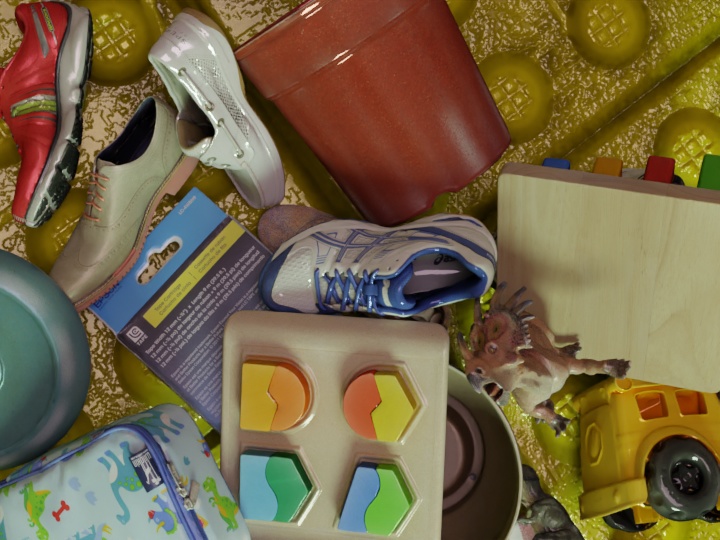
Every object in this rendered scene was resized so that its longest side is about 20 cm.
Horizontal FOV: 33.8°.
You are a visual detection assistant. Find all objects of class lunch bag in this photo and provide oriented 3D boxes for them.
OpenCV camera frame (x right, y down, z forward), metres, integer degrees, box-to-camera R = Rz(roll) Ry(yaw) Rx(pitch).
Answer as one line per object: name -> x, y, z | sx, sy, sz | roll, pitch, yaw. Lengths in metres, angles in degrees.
lunch bag -> -0.194, 0.208, 0.948 | 0.199, 0.082, 0.162 | -24, 92, 27

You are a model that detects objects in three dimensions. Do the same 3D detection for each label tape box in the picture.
label tape box -> -0.116, 0.049, 1.027 | 0.200, 0.066, 0.143 | 41, 79, 8

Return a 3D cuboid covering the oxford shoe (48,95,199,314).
oxford shoe -> -0.214, -0.058, 0.999 | 0.070, 0.074, 0.201 | 18, 71, 33

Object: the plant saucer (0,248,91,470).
plant saucer -> -0.322, 0.078, 0.968 | 0.198, 0.027, 0.202 | -1, 106, -3

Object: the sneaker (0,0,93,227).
sneaker -> -0.279, -0.134, 1.006 | 0.084, 0.077, 0.202 | 7, 75, -7

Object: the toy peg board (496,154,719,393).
toy peg board -> 0.224, -0.015, 1.013 | 0.198, 0.201, 0.098 | 10, 42, 17

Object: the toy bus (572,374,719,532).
toy bus -> 0.298, 0.138, 1.100 | 0.198, 0.136, 0.194 | -1, 71, -14

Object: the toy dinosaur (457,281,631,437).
toy dinosaur -> 0.125, 0.062, 0.964 | 0.135, 0.200, 0.086 | 34, 91, -12

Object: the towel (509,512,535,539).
towel -> 0.108, 0.317, 1.091 | 0.199, 0.023, 0.145 | -17, 90, -13

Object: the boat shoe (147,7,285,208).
boat shoe -> -0.125, -0.120, 0.995 | 0.069, 0.071, 0.201 | -45, 134, -23

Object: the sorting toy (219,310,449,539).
sorting toy -> -0.025, 0.137, 0.937 | 0.184, 0.036, 0.202 | 3, 92, 12

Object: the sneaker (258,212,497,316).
sneaker -> 0.011, 0.001, 0.949 | 0.198, 0.088, 0.076 | -13, 112, 6

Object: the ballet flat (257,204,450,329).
ballet flat -> 0.000, 0.000, 1.059 | 0.199, 0.067, 0.068 | 31, 81, -9

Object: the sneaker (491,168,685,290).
sneaker -> 0.208, -0.044, 1.083 | 0.200, 0.115, 0.076 | -29, 94, -12

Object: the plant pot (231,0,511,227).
plant pot -> 0.019, -0.155, 1.016 | 0.200, 0.201, 0.196 | -36, 103, -12

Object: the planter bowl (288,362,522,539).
planter bowl -> 0.043, 0.165, 1.010 | 0.198, 0.135, 0.202 | 0, 91, 12

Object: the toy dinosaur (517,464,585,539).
toy dinosaur -> 0.175, 0.261, 1.066 | 0.088, 0.048, 0.200 | -39, 79, -18
